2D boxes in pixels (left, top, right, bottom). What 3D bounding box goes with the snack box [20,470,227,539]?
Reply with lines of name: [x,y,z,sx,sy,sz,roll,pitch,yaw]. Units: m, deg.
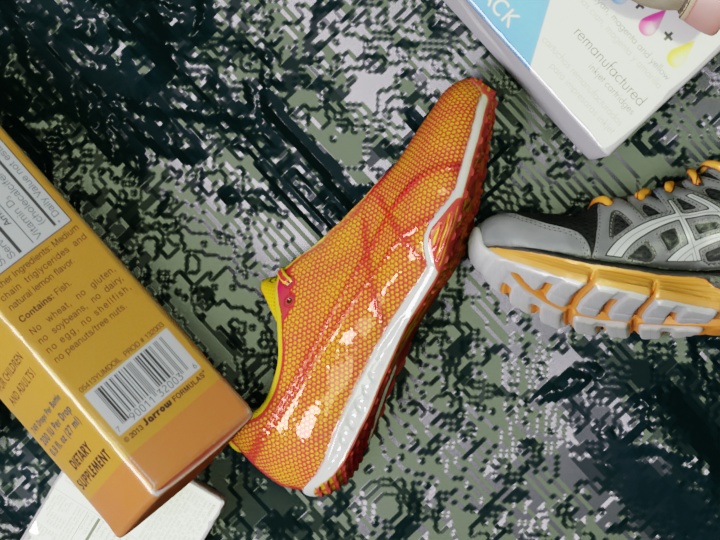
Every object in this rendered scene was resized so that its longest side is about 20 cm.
snack box: [-0.142,0.170,1.002,0.072,0.024,0.201,31,90,-1]

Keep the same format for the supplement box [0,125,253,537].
supplement box: [-0.140,0.015,0.962,0.069,0.067,0.200,-37,85,-31]

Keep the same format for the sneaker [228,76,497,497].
sneaker: [0.000,0.000,0.981,0.077,0.073,0.201,28,87,9]

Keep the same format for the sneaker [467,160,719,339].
sneaker: [0.146,-0.012,0.986,0.198,0.078,0.078,4,77,-5]

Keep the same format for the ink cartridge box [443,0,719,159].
ink cartridge box: [0.140,-0.158,0.981,0.200,0.068,0.115,-43,91,-1]

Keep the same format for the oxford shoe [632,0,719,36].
oxford shoe: [0.151,-0.203,0.912,0.073,0.071,0.201,20,88,1]
